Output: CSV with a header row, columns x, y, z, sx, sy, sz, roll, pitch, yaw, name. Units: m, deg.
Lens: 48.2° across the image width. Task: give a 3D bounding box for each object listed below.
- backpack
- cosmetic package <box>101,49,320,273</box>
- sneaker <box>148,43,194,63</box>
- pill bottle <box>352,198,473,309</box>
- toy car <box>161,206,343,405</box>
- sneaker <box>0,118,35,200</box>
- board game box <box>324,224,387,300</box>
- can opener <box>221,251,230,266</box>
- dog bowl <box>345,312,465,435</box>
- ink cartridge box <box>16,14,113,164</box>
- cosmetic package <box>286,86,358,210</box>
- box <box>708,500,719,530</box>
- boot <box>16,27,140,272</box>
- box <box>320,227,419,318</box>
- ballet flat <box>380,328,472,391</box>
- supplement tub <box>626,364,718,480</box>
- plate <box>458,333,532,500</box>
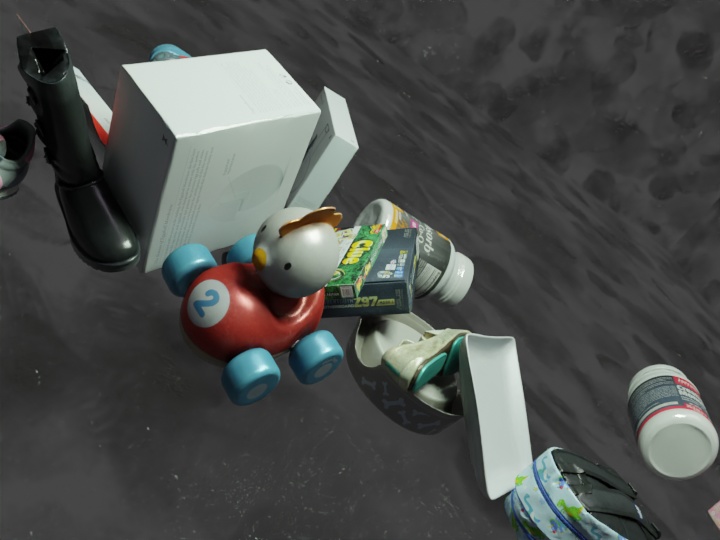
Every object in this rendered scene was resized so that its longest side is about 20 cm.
x,y,z,sx,sy,sz,roll,pitch,yaw,name
0.276,0.307,1.017,0.200,0.152,0.165,47,17,-46,backpack
-0.181,-0.129,0.931,0.198,0.201,0.123,-22,60,-42,cosmetic package
-0.265,-0.293,1.346,0.196,0.080,0.097,21,37,-20,sneaker
0.084,-0.022,1.320,0.198,0.117,0.117,28,25,-25,pill bottle
-0.093,0.001,0.864,0.174,0.202,0.186,-11,54,-42,toy car
-0.387,-0.100,0.778,0.070,0.082,0.201,36,23,-7,sneaker
-0.032,-0.013,1.066,0.102,0.024,0.201,-2,24,14,board game box
-0.149,-0.044,1.069,0.078,0.064,0.202,20,30,-37,can opener
0.064,0.134,1.084,0.198,0.059,0.201,32,24,-16,dog bowl
-0.318,-0.195,0.957,0.161,0.047,0.201,49,-17,19,ink cartridge box
-0.072,-0.200,1.355,0.051,0.152,0.202,27,25,-24,cosmetic package
0.721,0.487,1.412,0.101,0.095,0.202,25,27,-31,box
-0.286,-0.118,0.819,0.065,0.203,0.165,-25,54,-30,boot
0.000,0.000,1.124,0.154,0.052,0.201,-4,22,11,box
0.089,0.102,1.027,0.062,0.069,0.199,31,17,23,ballet flat
0.576,0.279,1.504,0.139,0.141,0.201,36,23,-6,supplement tub
0.178,0.189,1.073,0.198,0.032,0.205,12,69,-62,plate
